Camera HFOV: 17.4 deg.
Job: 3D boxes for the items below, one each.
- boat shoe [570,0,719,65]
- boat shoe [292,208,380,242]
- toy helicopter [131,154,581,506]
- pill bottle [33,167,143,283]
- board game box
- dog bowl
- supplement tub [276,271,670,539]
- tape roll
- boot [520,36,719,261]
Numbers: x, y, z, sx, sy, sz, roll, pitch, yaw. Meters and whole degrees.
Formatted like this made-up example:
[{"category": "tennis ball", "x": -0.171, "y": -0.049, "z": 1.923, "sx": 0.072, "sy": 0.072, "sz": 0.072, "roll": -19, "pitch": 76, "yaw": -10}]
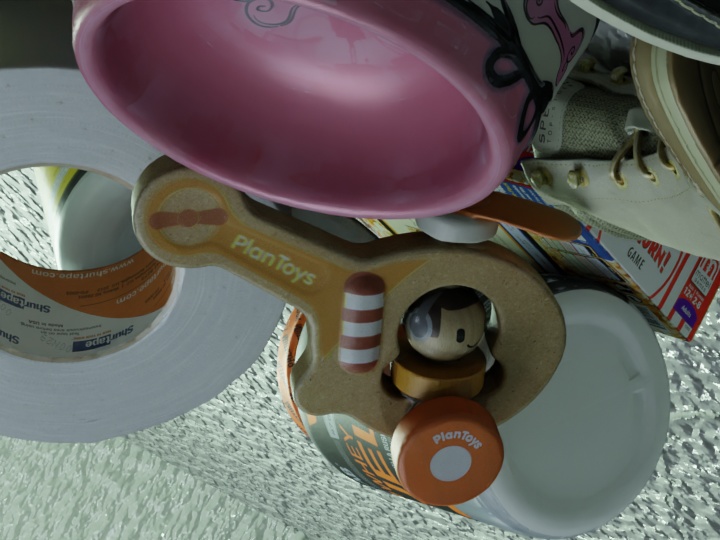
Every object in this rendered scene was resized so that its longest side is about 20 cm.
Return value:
[{"category": "boat shoe", "x": 0.077, "y": -0.127, "z": 0.714, "sx": 0.200, "sy": 0.072, "sz": 0.068, "roll": 37, "pitch": 169, "yaw": -22}, {"category": "boat shoe", "x": -0.066, "y": -0.035, "z": 1.363, "sx": 0.199, "sy": 0.062, "sz": 0.073, "roll": 29, "pitch": 167, "yaw": 5}, {"category": "toy helicopter", "x": 0.000, "y": 0.000, "z": 0.966, "sx": 0.199, "sy": 0.133, "sz": 0.079, "roll": 26, "pitch": -157, "yaw": -23}, {"category": "pill bottle", "x": -0.106, "y": -0.057, "z": 1.165, "sx": 0.112, "sy": 0.112, "sz": 0.200, "roll": 37, "pitch": -165, "yaw": -30}, {"category": "board game box", "x": 0.059, "y": -0.041, "z": 1.137, "sx": 0.199, "sy": 0.046, "sz": 0.151, "roll": 19, "pitch": 164, "yaw": 40}, {"category": "dog bowl", "x": -0.016, "y": -0.088, "z": 0.857, "sx": 0.199, "sy": 0.074, "sz": 0.200, "roll": 14, "pitch": 156, "yaw": 6}, {"category": "supplement tub", "x": 0.048, "y": 0.056, "z": 1.154, "sx": 0.122, "sy": 0.123, "sz": 0.200, "roll": 36, "pitch": 166, "yaw": -28}, {"category": "tape roll", "x": -0.129, "y": -0.021, "z": 1.015, "sx": 0.200, "sy": 0.200, "sz": 0.066, "roll": 35, "pitch": -151, "yaw": -25}, {"category": "boot", "x": 0.119, "y": -0.053, "z": 0.909, "sx": 0.154, "sy": 0.072, "sz": 0.200, "roll": 20, "pitch": 167, "yaw": 43}]
